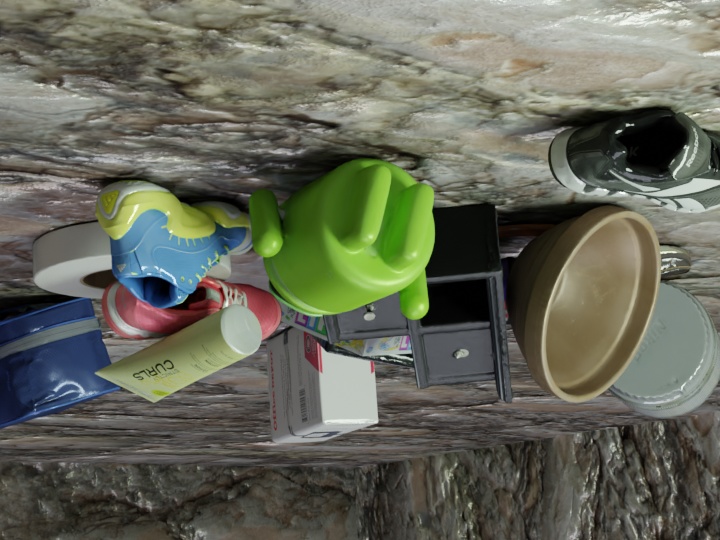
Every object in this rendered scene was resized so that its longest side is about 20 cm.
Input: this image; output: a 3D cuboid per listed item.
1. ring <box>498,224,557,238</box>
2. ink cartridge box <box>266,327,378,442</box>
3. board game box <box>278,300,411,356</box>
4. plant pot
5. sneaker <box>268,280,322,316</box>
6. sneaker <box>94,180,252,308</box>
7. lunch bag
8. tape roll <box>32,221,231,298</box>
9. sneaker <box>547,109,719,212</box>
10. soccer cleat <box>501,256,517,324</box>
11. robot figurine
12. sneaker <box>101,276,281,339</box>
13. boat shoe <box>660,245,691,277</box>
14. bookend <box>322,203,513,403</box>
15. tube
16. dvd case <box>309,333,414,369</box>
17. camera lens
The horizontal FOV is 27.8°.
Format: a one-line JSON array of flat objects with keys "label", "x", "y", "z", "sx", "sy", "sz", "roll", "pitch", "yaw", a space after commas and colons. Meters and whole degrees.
[{"label": "ring", "x": 0.158, "y": -0.017, "z": 1.590, "sx": 0.198, "sy": 0.019, "sz": 0.201, "roll": -4, "pitch": 168, "yaw": -1}, {"label": "ink cartridge box", "x": -0.055, "y": 0.149, "z": 1.972, "sx": 0.083, "sy": 0.147, "sz": 0.200, "roll": 1, "pitch": 167, "yaw": -23}, {"label": "board game box", "x": 0.011, "y": 0.057, "z": 1.654, "sx": 0.134, "sy": 0.035, "sz": 0.199, "roll": 21, "pitch": -169, "yaw": 33}, {"label": "plant pot", "x": 0.213, "y": 0.025, "z": 1.478, "sx": 0.092, "sy": 0.203, "sz": 0.200, "roll": 22, "pitch": -173, "yaw": 41}, {"label": "sneaker", "x": 0.000, "y": 0.000, "z": 1.538, "sx": 0.198, "sy": 0.077, "sz": 0.084, "roll": -2, "pitch": 138, "yaw": 7}, {"label": "sneaker", "x": -0.164, "y": -0.012, "z": 1.307, "sx": 0.075, "sy": 0.106, "sz": 0.199, "roll": -12, "pitch": 165, "yaw": 33}, {"label": "lunch bag", "x": -0.386, "y": 0.105, "z": 1.711, "sx": 0.135, "sy": 0.134, "sz": 0.199, "roll": -14, "pitch": 176, "yaw": -41}, {"label": "tape roll", "x": -0.229, "y": -0.009, "z": 1.462, "sx": 0.200, "sy": 0.037, "sz": 0.203, "roll": -4, "pitch": 167, "yaw": -1}, {"label": "sneaker", "x": 0.258, "y": -0.090, "z": 1.183, "sx": 0.198, "sy": 0.067, "sz": 0.090, "roll": 4, "pitch": 168, "yaw": -24}, {"label": "soccer cleat", "x": 0.131, "y": 0.029, "z": 1.602, "sx": 0.072, "sy": 0.069, "sz": 0.200, "roll": 1, "pitch": 170, "yaw": -5}, {"label": "robot figurine", "x": -0.012, "y": -0.027, "z": 1.262, "sx": 0.174, "sy": 0.117, "sz": 0.200, "roll": 20, "pitch": 160, "yaw": -23}, {"label": "sneaker", "x": -0.154, "y": 0.040, "z": 1.452, "sx": 0.198, "sy": 0.075, "sz": 0.086, "roll": 5, "pitch": 163, "yaw": -36}, {"label": "boat shoe", "x": 0.283, "y": 0.025, "z": 1.661, "sx": 0.198, "sy": 0.074, "sz": 0.075, "roll": -15, "pitch": 169, "yaw": 6}, {"label": "bookend", "x": 0.047, "y": 0.043, "z": 1.456, "sx": 0.198, "sy": 0.093, "sz": 0.200, "roll": -5, "pitch": 136, "yaw": 5}, {"label": "tube", "x": -0.176, "y": 0.089, "z": 1.434, "sx": 0.199, "sy": 0.058, "sz": 0.052, "roll": -25, "pitch": -176, "yaw": 41}, {"label": "dvd case", "x": 0.002, "y": 0.074, "z": 1.703, "sx": 0.141, "sy": 0.018, "sz": 0.200, "roll": 13, "pitch": -171, "yaw": -18}, {"label": "camera lens", "x": 0.380, "y": 0.102, "z": 1.867, "sx": 0.158, "sy": 0.162, "sz": 0.200, "roll": -8, "pitch": 167, "yaw": 16}]
